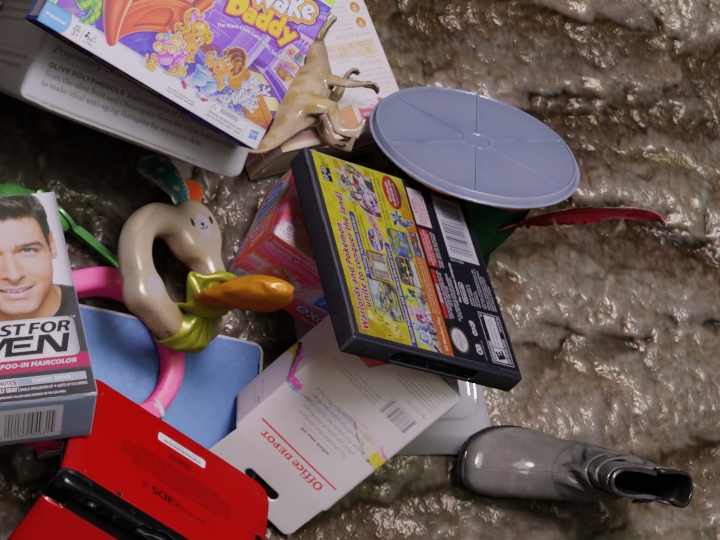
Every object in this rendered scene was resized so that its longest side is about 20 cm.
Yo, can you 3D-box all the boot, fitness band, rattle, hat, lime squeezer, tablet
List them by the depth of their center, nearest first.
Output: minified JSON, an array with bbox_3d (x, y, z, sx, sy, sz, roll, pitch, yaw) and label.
[{"bbox_3d":[-0.234,0.072,1.443,0.199,0.037,0.145,-14,78,-35],"label":"fitness band"},{"bbox_3d":[-0.124,-0.040,1.477,0.130,0.143,0.201,33,41,-20],"label":"rattle"},{"bbox_3d":[-0.273,-0.036,1.477,0.199,0.038,0.071,11,65,-29],"label":"lime squeezer"},{"bbox_3d":[-0.175,0.105,1.495,0.199,0.014,0.131,14,64,-26],"label":"tablet"},{"bbox_3d":[0.199,0.183,1.614,0.199,0.130,0.068,7,86,-29],"label":"boot"},{"bbox_3d":[0.153,-0.084,1.645,0.200,0.175,0.167,-17,90,-61],"label":"hat"}]

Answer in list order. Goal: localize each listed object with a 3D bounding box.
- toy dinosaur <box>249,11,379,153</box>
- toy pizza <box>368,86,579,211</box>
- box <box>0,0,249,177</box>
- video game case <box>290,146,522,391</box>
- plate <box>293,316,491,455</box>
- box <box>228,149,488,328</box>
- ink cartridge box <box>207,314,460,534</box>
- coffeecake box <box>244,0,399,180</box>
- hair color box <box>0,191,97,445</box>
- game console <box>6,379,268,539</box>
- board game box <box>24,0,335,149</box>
[{"bbox_3d":[-0.046,-0.144,1.573,0.101,0.058,0.201,26,51,-3],"label":"toy dinosaur"},{"bbox_3d":[0.102,-0.105,1.594,0.199,0.032,0.201,12,32,-8],"label":"toy pizza"},{"bbox_3d":[-0.187,-0.196,1.466,0.199,0.199,0.172,19,91,-24],"label":"box"},{"bbox_3d":[0.037,-0.001,1.469,0.180,0.026,0.201,16,44,-36],"label":"video game case"},{"bbox_3d":[0.034,0.072,1.627,0.198,0.032,0.201,2,70,-32],"label":"plate"},{"bbox_3d":[0.000,0.000,1.557,0.199,0.095,0.103,35,55,-15],"label":"box"},{"bbox_3d":[-0.027,0.120,1.499,0.117,0.200,0.068,46,13,-18],"label":"ink cartridge box"},{"bbox_3d":[-0.062,-0.202,1.652,0.153,0.073,0.201,-15,79,-35],"label":"coffeecake box"},{"bbox_3d":[-0.272,0.035,1.366,0.098,0.061,0.201,-5,53,-19],"label":"hair color box"},{"bbox_3d":[-0.187,0.217,1.404,0.200,0.119,0.173,36,34,-26],"label":"game console"},{"bbox_3d":[-0.137,-0.201,1.352,0.199,0.045,0.135,29,86,-24],"label":"board game box"}]
